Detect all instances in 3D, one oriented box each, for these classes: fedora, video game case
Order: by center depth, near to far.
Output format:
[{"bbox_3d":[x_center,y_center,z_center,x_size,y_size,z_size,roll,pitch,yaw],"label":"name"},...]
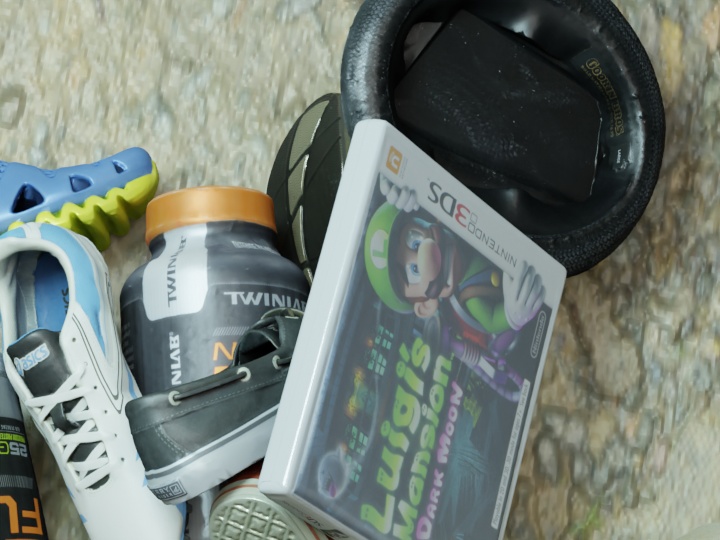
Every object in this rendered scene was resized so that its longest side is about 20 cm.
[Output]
[{"bbox_3d":[0.032,0.052,1.490,0.182,0.023,0.201,36,62,-45],"label":"video game case"},{"bbox_3d":[0.068,-0.084,1.635,0.199,0.092,0.202,3,82,-22],"label":"fedora"}]

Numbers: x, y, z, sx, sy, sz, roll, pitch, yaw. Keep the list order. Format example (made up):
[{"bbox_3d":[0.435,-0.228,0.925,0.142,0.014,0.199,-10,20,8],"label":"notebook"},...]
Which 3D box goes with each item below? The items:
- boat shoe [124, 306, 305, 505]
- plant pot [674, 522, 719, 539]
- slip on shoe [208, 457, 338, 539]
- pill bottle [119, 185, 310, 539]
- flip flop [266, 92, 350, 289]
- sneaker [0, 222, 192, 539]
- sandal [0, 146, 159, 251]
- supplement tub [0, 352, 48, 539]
[{"bbox_3d":[-0.039,0.051,1.488,0.200,0.068,0.057,-33,99,-42],"label":"boat shoe"},{"bbox_3d":[0.154,0.233,1.530,0.183,0.201,0.201,-31,81,-28],"label":"plant pot"},{"bbox_3d":[-0.011,0.175,1.492,0.201,0.074,0.061,60,29,-23],"label":"slip on shoe"},{"bbox_3d":[-0.076,0.058,1.572,0.106,0.106,0.201,-2,75,-10],"label":"pill bottle"},{"bbox_3d":[0.000,0.000,1.622,0.057,0.081,0.201,-2,68,-39],"label":"flip flop"},{"bbox_3d":[-0.146,0.069,1.506,0.072,0.072,0.201,3,61,-54],"label":"sneaker"},{"bbox_3d":[-0.207,-0.034,1.594,0.199,0.080,0.087,-19,74,-15],"label":"sandal"},{"bbox_3d":[-0.222,0.147,1.515,0.122,0.123,0.201,-11,77,-12],"label":"supplement tub"}]
